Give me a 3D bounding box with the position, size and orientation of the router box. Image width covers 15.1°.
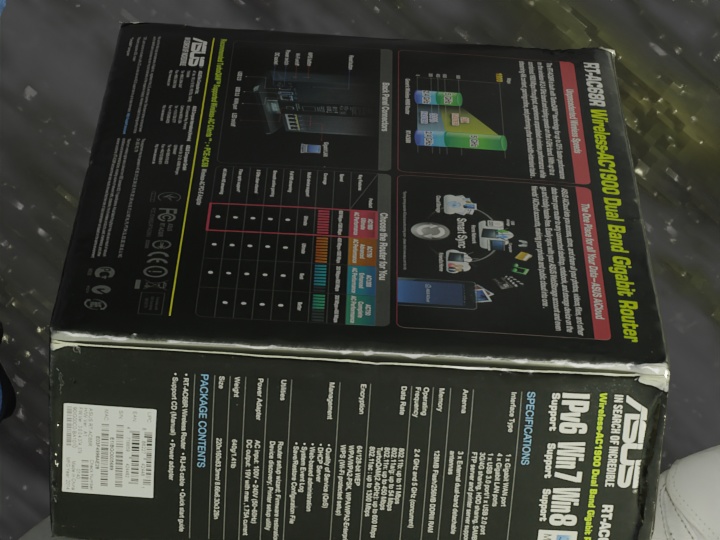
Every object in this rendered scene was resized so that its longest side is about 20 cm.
[{"bbox_3d":[0.000,0.000,0.736,0.150,0.200,0.062,3,118,0],"label":"router box"}]

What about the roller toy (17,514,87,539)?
[{"bbox_3d":[-0.036,0.146,0.747,0.182,0.140,0.200,-34,97,-6],"label":"roller toy"}]

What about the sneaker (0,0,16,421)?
[{"bbox_3d":[-0.138,0.007,0.798,0.089,0.079,0.200,18,93,-7],"label":"sneaker"}]

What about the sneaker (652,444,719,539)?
[{"bbox_3d":[0.134,0.144,0.797,0.099,0.075,0.200,-20,85,15],"label":"sneaker"}]
